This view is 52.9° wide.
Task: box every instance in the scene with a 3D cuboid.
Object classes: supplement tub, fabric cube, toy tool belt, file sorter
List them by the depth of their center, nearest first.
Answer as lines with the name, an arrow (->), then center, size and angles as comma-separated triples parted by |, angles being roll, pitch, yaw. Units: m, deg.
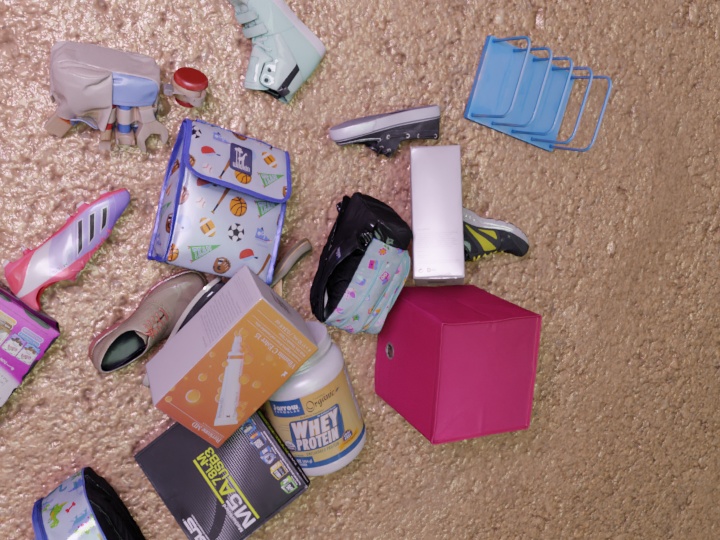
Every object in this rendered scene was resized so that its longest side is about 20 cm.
toy tool belt -> -0.308, -0.218, 0.951 | 0.196, 0.126, 0.124 | 5, 132, -23
supplement tub -> -0.080, 0.198, 1.130 | 0.143, 0.144, 0.204 | -25, 112, -18
fabric cube -> 0.156, 0.146, 1.203 | 0.196, 0.199, 0.201 | -2, 105, -25
file sorter -> 0.301, -0.291, 1.211 | 0.197, 0.122, 0.142 | 14, 97, -28

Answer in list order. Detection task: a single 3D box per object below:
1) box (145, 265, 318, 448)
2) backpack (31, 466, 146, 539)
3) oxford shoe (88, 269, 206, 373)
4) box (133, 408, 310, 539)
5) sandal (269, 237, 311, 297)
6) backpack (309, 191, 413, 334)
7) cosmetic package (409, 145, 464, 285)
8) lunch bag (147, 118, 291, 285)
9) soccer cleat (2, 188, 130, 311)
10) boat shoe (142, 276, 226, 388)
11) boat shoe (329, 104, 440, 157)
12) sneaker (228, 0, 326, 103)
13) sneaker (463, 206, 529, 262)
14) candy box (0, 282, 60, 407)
box -> -0.176, 0.118, 0.987 | 0.200, 0.098, 0.124 | -44, 125, 3
backpack -> -0.385, 0.399, 1.010 | 0.145, 0.182, 0.203 | -29, 108, -17
oxford shoe -> -0.296, 0.078, 1.035 | 0.200, 0.074, 0.071 | -44, 116, -12
box -> -0.205, 0.298, 1.079 | 0.192, 0.048, 0.202 | -36, 86, -1
sandal -> -0.134, 0.038, 1.099 | 0.054, 0.080, 0.201 | 42, 78, -4
backpack -> 0.000, 0.000, 1.118 | 0.124, 0.167, 0.203 | 20, 106, -17
cosmetic package -> 0.120, -0.083, 1.137 | 0.083, 0.108, 0.205 | -1, 84, 7
lunch bag -> -0.193, -0.095, 1.021 | 0.167, 0.123, 0.205 | 15, 85, -30
soccer cleat -> -0.381, -0.032, 0.968 | 0.199, 0.067, 0.077 | -38, 97, -7
boat shoe -> -0.241, 0.100, 1.050 | 0.067, 0.072, 0.202 | 33, 103, 4
boat shoe -> 0.044, -0.213, 1.140 | 0.197, 0.069, 0.068 | -19, 109, -29
sneaker -> -0.147, -0.323, 1.008 | 0.199, 0.073, 0.120 | 36, 79, -31
sneaker -> 0.199, -0.048, 1.242 | 0.196, 0.074, 0.087 | 17, 78, -19
candy box -> -0.513, 0.116, 0.947 | 0.136, 0.061, 0.201 | 42, 82, -28
